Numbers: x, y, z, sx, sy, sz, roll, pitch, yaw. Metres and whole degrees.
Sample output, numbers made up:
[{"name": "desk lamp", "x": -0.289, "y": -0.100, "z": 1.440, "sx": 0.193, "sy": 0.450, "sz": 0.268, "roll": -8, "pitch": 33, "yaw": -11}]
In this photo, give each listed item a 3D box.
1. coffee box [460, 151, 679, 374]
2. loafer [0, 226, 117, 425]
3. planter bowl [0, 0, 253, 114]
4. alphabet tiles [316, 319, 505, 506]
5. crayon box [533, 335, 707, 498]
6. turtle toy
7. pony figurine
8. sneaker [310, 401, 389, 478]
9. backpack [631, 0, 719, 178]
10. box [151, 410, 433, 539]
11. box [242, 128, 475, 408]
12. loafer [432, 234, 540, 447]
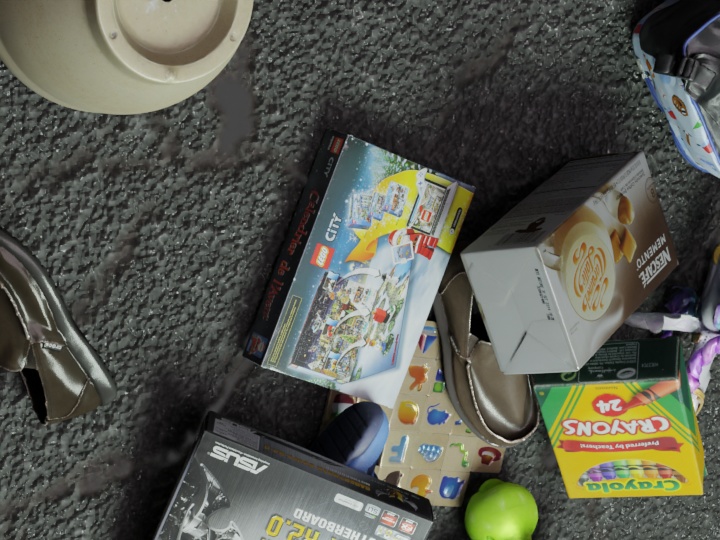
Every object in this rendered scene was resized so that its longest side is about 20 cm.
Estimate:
[{"name": "coffee box", "x": 0.180, "y": -0.009, "z": 1.484, "sx": 0.200, "sy": 0.079, "sz": 0.115, "roll": -38, "pitch": 114, "yaw": -47}, {"name": "loafer", "x": -0.252, "y": 0.041, "z": 1.295, "sx": 0.071, "sy": 0.073, "sz": 0.200, "roll": -40, "pitch": 121, "yaw": -17}, {"name": "planter bowl", "x": -0.156, "y": -0.200, "z": 1.248, "sx": 0.200, "sy": 0.135, "sz": 0.201, "roll": -10, "pitch": 110, "yaw": -29}, {"name": "alphabet tiles", "x": 0.054, "y": 0.125, "z": 1.546, "sx": 0.199, "sy": 0.008, "sz": 0.168, "roll": 8, "pitch": 100, "yaw": -33}, {"name": "crayon box", "x": 0.235, "y": 0.143, "z": 1.562, "sx": 0.200, "sy": 0.126, "sz": 0.051, "roll": 67, "pitch": 25, "yaw": -44}, {"name": "turtle toy", "x": 0.136, "y": 0.288, "z": 1.585, "sx": 0.145, "sy": 0.101, "sz": 0.201, "roll": -10, "pitch": 109, "yaw": -28}, {"name": "pony figurine", "x": 0.329, "y": 0.042, "z": 1.593, "sx": 0.166, "sy": 0.193, "sz": 0.201, "roll": 25, "pitch": 81, "yaw": 10}, {"name": "sneaker", "x": -0.013, "y": 0.203, "z": 1.477, "sx": 0.082, "sy": 0.074, "sz": 0.201, "roll": 18, "pitch": 106, "yaw": -16}, {"name": "backpack", "x": 0.341, "y": -0.169, "z": 1.548, "sx": 0.200, "sy": 0.154, "sz": 0.191, "roll": -30, "pitch": 115, "yaw": -7}, {"name": "box", "x": -0.063, "y": 0.223, "z": 1.413, "sx": 0.199, "sy": 0.048, "sz": 0.159, "roll": 23, "pitch": 104, "yaw": -7}, {"name": "box", "x": 0.000, "y": 0.000, "z": 1.452, "sx": 0.136, "sy": 0.038, "sz": 0.201, "roll": 20, "pitch": 91, "yaw": -31}, {"name": "loafer", "x": 0.111, "y": 0.069, "z": 1.515, "sx": 0.073, "sy": 0.071, "sz": 0.201, "roll": -31, "pitch": 113, "yaw": -24}]
